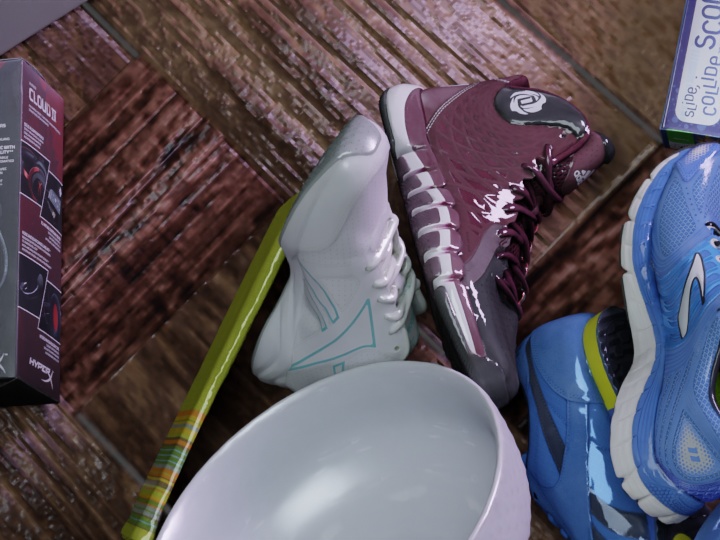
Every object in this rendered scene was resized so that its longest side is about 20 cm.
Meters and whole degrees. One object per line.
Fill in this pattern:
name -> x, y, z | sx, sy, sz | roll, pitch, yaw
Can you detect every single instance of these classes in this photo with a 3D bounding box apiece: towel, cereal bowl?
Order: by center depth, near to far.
cereal bowl -> -0.002, 0.144, 1.055 | 0.199, 0.084, 0.201 | -25, 33, 18
towel -> -0.073, 0.054, 1.148 | 0.018, 0.086, 0.201 | 26, 82, -8

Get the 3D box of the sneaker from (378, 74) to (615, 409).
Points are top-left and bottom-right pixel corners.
sneaker -> 0.083, -0.029, 1.124 | 0.115, 0.076, 0.201 | -15, 57, 1

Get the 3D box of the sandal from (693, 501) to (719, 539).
sandal -> 0.194, 0.142, 1.045 | 0.087, 0.080, 0.200 | -8, 30, 44

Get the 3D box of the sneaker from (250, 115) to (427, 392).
sneaker -> 0.000, 0.000, 1.100 | 0.080, 0.201, 0.071 | 26, 53, 10

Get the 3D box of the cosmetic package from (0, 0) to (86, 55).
cosmetic package -> -0.188, -0.255, 1.206 | 0.199, 0.166, 0.168 | -31, 72, 4

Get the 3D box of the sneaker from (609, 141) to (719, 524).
sneaker -> 0.181, 0.024, 1.076 | 0.089, 0.078, 0.202 | -21, 52, 40

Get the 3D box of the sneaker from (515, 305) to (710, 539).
sneaker -> 0.128, 0.121, 1.104 | 0.078, 0.066, 0.202 | -24, 76, 33

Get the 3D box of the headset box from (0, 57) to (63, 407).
headset box -> -0.244, -0.026, 1.206 | 0.147, 0.075, 0.202 | -5, 75, 10

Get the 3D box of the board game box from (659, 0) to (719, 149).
board game box -> 0.243, -0.154, 1.156 | 0.134, 0.034, 0.202 | 10, 78, 15
